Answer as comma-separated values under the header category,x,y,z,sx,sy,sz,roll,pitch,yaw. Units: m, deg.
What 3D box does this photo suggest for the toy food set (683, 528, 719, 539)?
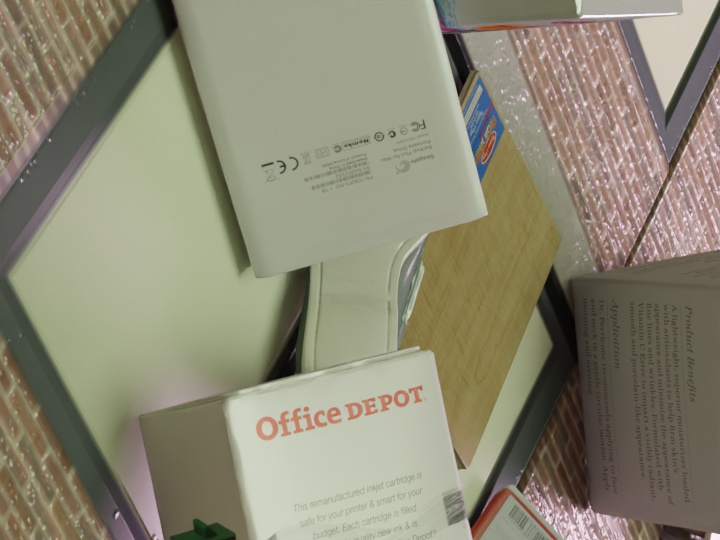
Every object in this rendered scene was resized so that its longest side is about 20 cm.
category,x,y,z,sx,sy,sz,roll,pitch,yaw
toy food set,0.264,0.120,2.110,0.143,0.060,0.201,12,87,-59

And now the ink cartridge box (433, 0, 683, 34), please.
category,x,y,z,sx,sy,sz,roll,pitch,yaw
ink cartridge box,0.061,-0.204,1.618,0.145,0.199,0.145,-11,98,-59

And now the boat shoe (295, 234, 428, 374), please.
category,x,y,z,sx,sy,sz,roll,pitch,yaw
boat shoe,0.000,0.000,1.660,0.062,0.073,0.201,109,-7,-61

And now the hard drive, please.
category,x,y,z,sx,sy,sz,roll,pitch,yaw
hard drive,-0.020,-0.105,1.552,0.026,0.131,0.201,-101,176,-67

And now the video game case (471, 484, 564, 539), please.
category,x,y,z,sx,sy,sz,roll,pitch,yaw
video game case,0.096,0.237,1.771,0.143,0.017,0.200,47,40,-6

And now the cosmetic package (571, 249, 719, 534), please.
category,x,y,z,sx,sy,sz,roll,pitch,yaw
cosmetic package,0.266,0.076,1.918,0.165,0.200,0.166,-10,99,-35

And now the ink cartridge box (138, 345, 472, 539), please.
category,x,y,z,sx,sy,sz,roll,pitch,yaw
ink cartridge box,-0.019,0.151,1.516,0.146,0.084,0.201,-11,89,-40

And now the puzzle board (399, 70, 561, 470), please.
category,x,y,z,sx,sy,sz,roll,pitch,yaw
puzzle board,0.063,-0.001,1.797,0.151,0.017,0.200,61,39,-37
